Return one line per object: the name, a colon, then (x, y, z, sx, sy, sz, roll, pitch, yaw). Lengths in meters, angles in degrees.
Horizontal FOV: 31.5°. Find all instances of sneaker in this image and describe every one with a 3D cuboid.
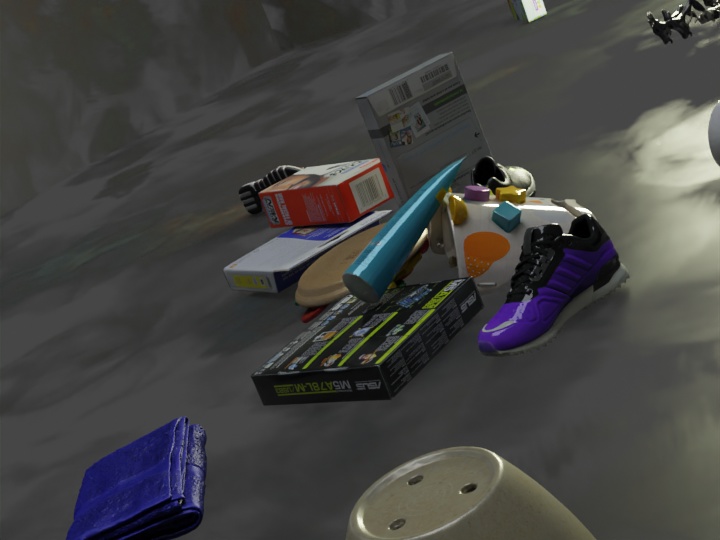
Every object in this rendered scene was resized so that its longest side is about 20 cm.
sneaker: (-0.120, -0.162, 2.263, 0.199, 0.076, 0.115, -7, 20, 46)
sneaker: (0.180, 0.008, 1.284, 0.199, 0.100, 0.069, -33, 17, -30)
sneaker: (0.187, -0.119, 1.695, 0.071, 0.084, 0.200, -18, 17, 16)

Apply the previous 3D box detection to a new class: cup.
cup: (0.064, 0.197, 0.790, 0.198, 0.144, 0.201, -22, 16, 7)

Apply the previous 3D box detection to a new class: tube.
tube: (0.053, -0.052, 1.472, 0.201, 0.050, 0.077, -53, 15, -23)

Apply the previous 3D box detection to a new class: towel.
towel: (-0.226, 0.220, 1.279, 0.146, 0.050, 0.200, -23, 17, 1)

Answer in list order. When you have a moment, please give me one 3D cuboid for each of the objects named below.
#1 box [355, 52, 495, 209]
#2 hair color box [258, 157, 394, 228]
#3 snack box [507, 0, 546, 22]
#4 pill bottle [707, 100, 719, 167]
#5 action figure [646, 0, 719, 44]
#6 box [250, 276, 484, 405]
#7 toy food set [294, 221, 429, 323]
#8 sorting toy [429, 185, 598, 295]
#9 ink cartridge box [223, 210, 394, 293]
box: (0.098, -0.184, 1.807, 0.155, 0.202, 0.041, -30, 15, -22)
hair color box: (-0.049, -0.116, 1.909, 0.110, 0.065, 0.199, -31, 17, -36)
snack box: (0.367, -0.691, 2.994, 0.053, 0.202, 0.142, -23, 16, -3)
pill bottle: (0.474, -0.151, 1.348, 0.114, 0.115, 0.199, -33, 19, -30)
action figure: (0.597, -0.470, 2.187, 0.199, 0.103, 0.119, -28, 6, -11)
box: (0.008, 0.078, 1.404, 0.192, 0.048, 0.200, -6, 23, 40)
toy food set: (0.000, 0.000, 1.635, 0.199, 0.049, 0.198, -16, 20, 38)
sorting toy: (0.184, -0.056, 1.528, 0.178, 0.108, 0.200, -7, 16, -6)
ink cartridge box: (-0.071, -0.028, 1.842, 0.197, 0.047, 0.199, -30, 19, -28)
